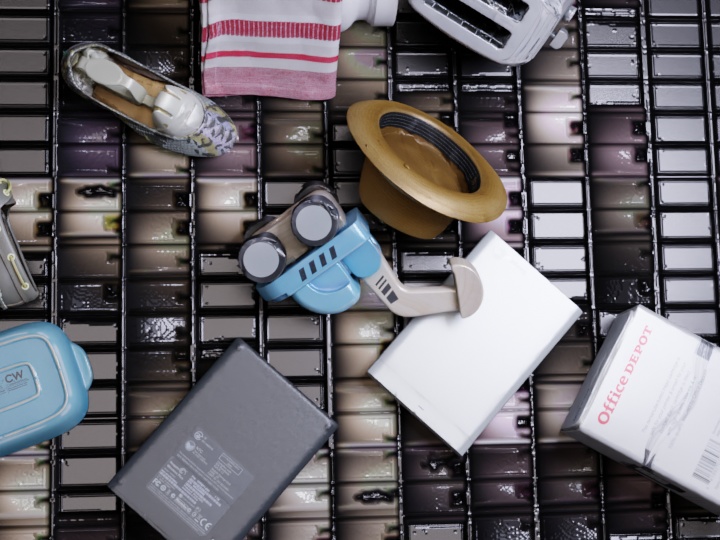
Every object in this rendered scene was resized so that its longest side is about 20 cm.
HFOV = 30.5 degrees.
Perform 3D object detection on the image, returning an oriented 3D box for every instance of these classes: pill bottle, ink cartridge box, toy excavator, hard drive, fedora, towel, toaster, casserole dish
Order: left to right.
[{"bbox_3d":[-0.369,0.125,1.327,0.199,0.039,0.121,-19,85,-9],"label":"casserole dish"},{"bbox_3d":[-0.138,0.187,1.343,0.140,0.033,0.200,41,81,1],"label":"hard drive"},{"bbox_3d":[-0.091,-0.251,1.335,0.144,0.200,0.023,0,50,-5],"label":"towel"},{"bbox_3d":[-0.062,-0.307,1.377,0.199,0.116,0.116,2,82,-5],"label":"pill bottle"},{"bbox_3d":[0.000,0.000,1.348,0.194,0.100,0.200,-34,103,7],"label":"toy excavator"},{"bbox_3d":[0.054,-0.093,1.352,0.200,0.201,0.082,33,117,-1],"label":"fedora"},{"bbox_3d":[0.120,0.075,1.388,0.132,0.026,0.200,41,81,1],"label":"hard drive"},{"bbox_3d":[0.131,-0.302,1.364,0.200,0.114,0.129,32,37,-5],"label":"toaster"},{"bbox_3d":[0.330,0.147,1.368,0.200,0.083,0.146,28,81,-1],"label":"ink cartridge box"}]

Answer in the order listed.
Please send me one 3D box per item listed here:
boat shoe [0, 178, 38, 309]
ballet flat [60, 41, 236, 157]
[{"bbox_3d":[-0.376,-0.060,1.336,0.060,0.072,0.202,-13,90,-9],"label":"boat shoe"},{"bbox_3d":[-0.222,-0.176,1.367,0.200,0.072,0.072,27,80,-2],"label":"ballet flat"}]
